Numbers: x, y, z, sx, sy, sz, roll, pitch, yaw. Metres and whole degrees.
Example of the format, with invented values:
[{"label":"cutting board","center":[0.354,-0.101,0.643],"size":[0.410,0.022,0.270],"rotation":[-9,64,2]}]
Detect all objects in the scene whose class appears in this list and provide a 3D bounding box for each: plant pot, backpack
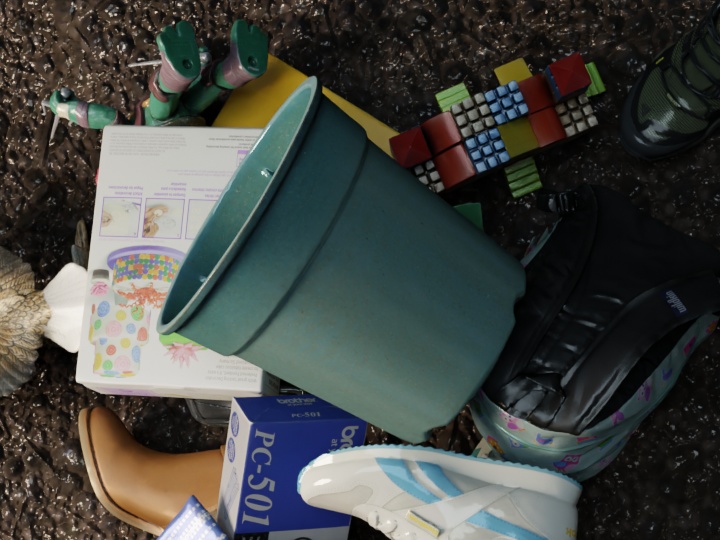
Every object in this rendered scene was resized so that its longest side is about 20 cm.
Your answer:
[{"label":"plant pot","center":[-0.006,0.007,1.097],"size":[0.195,0.200,0.201],"rotation":[33,90,-13]},{"label":"backpack","center":[0.165,0.054,1.158],"size":[0.166,0.127,0.200],"rotation":[28,63,26]}]

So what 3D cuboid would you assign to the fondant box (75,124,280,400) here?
[{"label":"fondant box","center":[-0.128,-0.006,1.215],"size":[0.143,0.058,0.202],"rotation":[2,77,10]}]

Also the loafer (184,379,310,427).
[{"label":"loafer","center":[-0.041,0.078,1.244],"size":[0.199,0.071,0.068],"rotation":[-6,46,4]}]

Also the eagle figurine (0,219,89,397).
[{"label":"eagle figurine","center":[-0.305,0.047,1.306],"size":[0.152,0.198,0.152],"rotation":[-125,38,-49]}]

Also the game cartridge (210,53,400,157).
[{"label":"game cartridge","center":[-0.064,-0.054,1.315],"size":[0.176,0.032,0.201],"rotation":[33,93,19]}]

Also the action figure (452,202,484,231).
[{"label":"action figure","center":[0.000,0.000,1.235],"size":[0.198,0.055,0.119],"rotation":[5,113,25]}]

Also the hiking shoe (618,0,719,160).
[{"label":"hiking shoe","center":[0.266,-0.167,1.197],"size":[0.200,0.101,0.076],"rotation":[-44,71,5]}]

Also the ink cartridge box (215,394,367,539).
[{"label":"ink cartridge box","center":[-0.058,0.191,1.192],"size":[0.044,0.093,0.202],"rotation":[-135,50,-58]}]

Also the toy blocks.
[{"label":"toy blocks","center":[0.099,-0.103,1.201],"size":[0.199,0.137,0.101],"rotation":[-23,88,2]}]

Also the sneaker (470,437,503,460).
[{"label":"sneaker","center":[0.096,0.176,1.190],"size":[0.070,0.093,0.201],"rotation":[28,89,19]}]

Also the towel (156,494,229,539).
[{"label":"towel","center":[-0.110,0.280,1.132],"size":[0.145,0.024,0.200],"rotation":[-50,59,14]}]

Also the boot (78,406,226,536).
[{"label":"boot","center":[-0.122,0.161,1.267],"size":[0.155,0.077,0.201],"rotation":[-35,70,6]}]

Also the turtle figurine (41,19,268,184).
[{"label":"turtle figurine","center":[-0.164,-0.138,1.314],"size":[0.200,0.149,0.101],"rotation":[-29,92,50]}]

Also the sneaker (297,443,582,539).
[{"label":"sneaker","center":[0.051,0.170,1.115],"size":[0.198,0.077,0.081],"rotation":[7,72,8]}]
